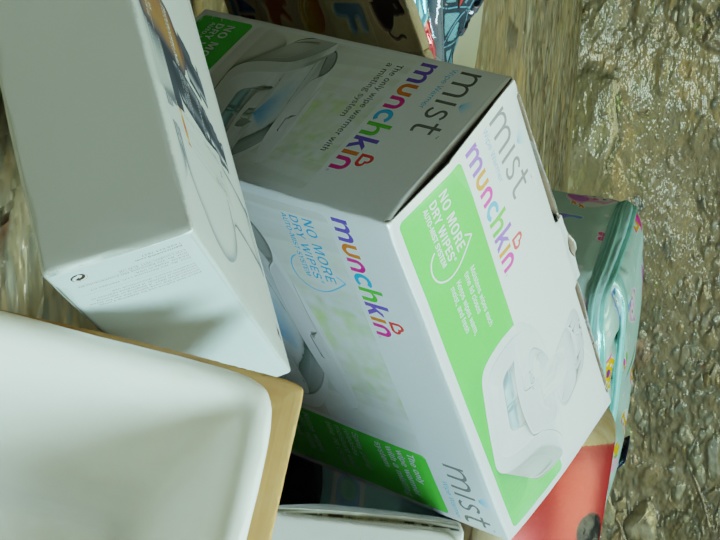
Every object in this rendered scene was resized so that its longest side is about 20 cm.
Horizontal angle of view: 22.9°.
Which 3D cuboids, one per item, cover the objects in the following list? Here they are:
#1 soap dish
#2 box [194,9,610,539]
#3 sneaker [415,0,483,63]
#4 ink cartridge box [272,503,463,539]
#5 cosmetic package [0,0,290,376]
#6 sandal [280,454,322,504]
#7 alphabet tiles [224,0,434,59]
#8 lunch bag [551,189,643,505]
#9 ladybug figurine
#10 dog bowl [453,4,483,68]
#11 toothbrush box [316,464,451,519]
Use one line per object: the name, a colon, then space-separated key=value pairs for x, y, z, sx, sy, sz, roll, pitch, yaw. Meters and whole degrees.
soap dish: x=-0.115 y=0.112 z=0.528 sx=0.081 sy=0.157 sz=0.200 roll=111 pitch=-8 yaw=-66
box: x=0.000 y=0.000 z=0.787 sx=0.097 sy=0.176 sz=0.200 roll=-49 pitch=138 yaw=-28
sneaker: x=0.058 y=-0.171 z=0.979 sx=0.079 sy=0.095 sz=0.200 roll=-107 pitch=-169 yaw=-48
ink cartridge box: x=-0.005 y=0.177 z=0.779 sx=0.200 sy=0.085 sz=0.148 roll=79 pitch=17 yaw=-81
cosmetic package: x=-0.084 y=-0.069 z=0.613 sx=0.151 sy=0.052 sz=0.200 roll=70 pitch=3 yaw=-69
sandal: x=-0.066 y=0.059 z=0.922 sx=0.043 sy=0.076 sz=0.201 roll=-29 pitch=115 yaw=-67
alphabet tiles: x=-0.026 y=-0.134 z=0.816 sx=0.008 sy=0.167 sz=0.200 roll=-30 pitch=112 yaw=-25
lunch bag: x=0.129 y=0.065 z=1.101 sx=0.160 sy=0.077 sz=0.200 roll=-63 pitch=156 yaw=-59
ladybug figurine: x=0.084 y=0.135 z=0.894 sx=0.136 sy=0.072 sz=0.200 roll=-31 pitch=130 yaw=-80
dog bowl: x=0.032 y=-0.190 z=1.213 sx=0.200 sy=0.079 sz=0.200 roll=7 pitch=90 yaw=-78
toothbrush box: x=-0.005 y=0.088 z=0.979 sx=0.085 sy=0.146 sz=0.200 roll=-5 pitch=105 yaw=-49
